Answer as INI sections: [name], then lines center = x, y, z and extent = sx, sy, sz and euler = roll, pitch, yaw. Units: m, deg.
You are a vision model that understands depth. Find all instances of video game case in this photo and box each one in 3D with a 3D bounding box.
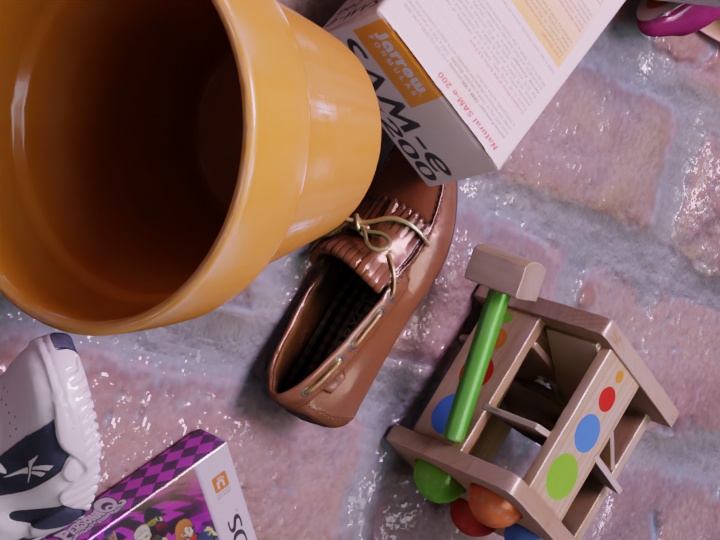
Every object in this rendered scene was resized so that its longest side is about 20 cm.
[video game case]
center = -0.140, 0.225, 0.942
extent = 0.199, 0.036, 0.183
euler = -33, 122, -33

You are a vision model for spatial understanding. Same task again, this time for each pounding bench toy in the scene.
[pounding bench toy]
center = 0.100, 0.096, 1.074
extent = 0.157, 0.124, 0.200
euler = -56, 133, -16

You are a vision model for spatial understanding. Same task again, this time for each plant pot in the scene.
[plant pot]
center = -0.085, -0.074, 0.811
extent = 0.183, 0.199, 0.202
euler = -6, 107, -58

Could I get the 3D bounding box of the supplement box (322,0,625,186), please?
[supplement box]
center = 0.079, -0.168, 0.975
extent = 0.126, 0.073, 0.200
euler = 50, 59, -20

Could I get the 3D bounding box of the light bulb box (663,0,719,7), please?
[light bulb box]
center = 0.249, -0.291, 1.051
extent = 0.125, 0.197, 0.201
euler = -46, 129, -21

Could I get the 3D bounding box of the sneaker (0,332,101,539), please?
[sneaker]
center = -0.210, 0.103, 0.765
extent = 0.129, 0.199, 0.080
euler = -7, 66, -30

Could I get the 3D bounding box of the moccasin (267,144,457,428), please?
[moccasin]
center = -0.001, -0.001, 0.990
extent = 0.202, 0.073, 0.078
euler = -58, 142, -4

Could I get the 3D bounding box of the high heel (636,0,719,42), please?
[high heel]
center = 0.283, -0.187, 1.203
extent = 0.199, 0.067, 0.097
euler = -28, 110, -39
